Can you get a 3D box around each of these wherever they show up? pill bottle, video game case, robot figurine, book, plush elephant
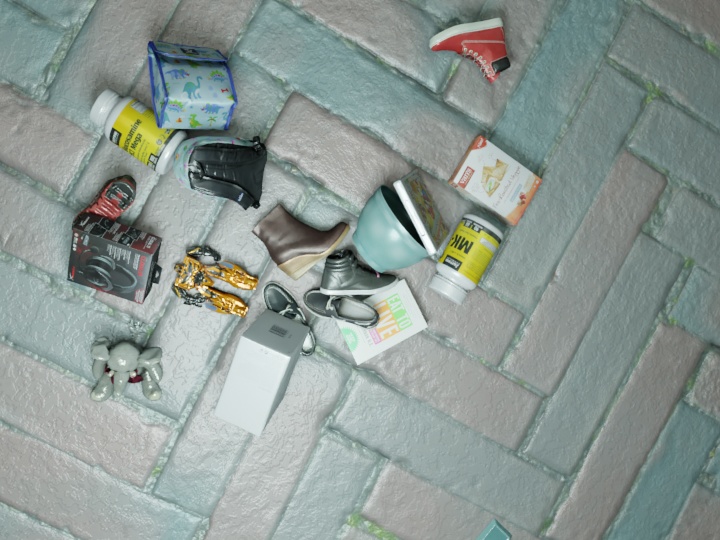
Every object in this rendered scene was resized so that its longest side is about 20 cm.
[{"bbox_3d":[0.256,-0.026,1.633,0.113,0.114,0.202,30,88,-8],"label":"pill bottle"},{"bbox_3d":[0.149,-0.144,1.577,0.023,0.200,0.184,-25,97,21],"label":"video game case"},{"bbox_3d":[-0.348,0.028,1.574,0.197,0.058,0.148,21,88,-9],"label":"robot figurine"},{"bbox_3d":[0.049,0.126,1.648,0.197,0.048,0.135,-28,90,-6],"label":"book"},{"bbox_3d":[-0.504,-0.318,1.510,0.198,0.112,0.114,33,88,-8],"label":"pill bottle"},{"bbox_3d":[-0.532,0.217,1.506,0.161,0.155,0.204,8,92,-8],"label":"plush elephant"}]

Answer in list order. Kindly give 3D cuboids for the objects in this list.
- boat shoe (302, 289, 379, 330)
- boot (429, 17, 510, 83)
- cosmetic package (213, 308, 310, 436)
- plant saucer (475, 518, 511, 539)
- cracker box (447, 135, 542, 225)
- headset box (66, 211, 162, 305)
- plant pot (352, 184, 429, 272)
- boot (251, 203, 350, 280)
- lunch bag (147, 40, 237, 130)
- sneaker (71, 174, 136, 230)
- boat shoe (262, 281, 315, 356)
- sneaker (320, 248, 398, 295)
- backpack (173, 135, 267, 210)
[{"bbox_3d":[-0.048,0.089,1.598,0.197,0.060,0.075,22,75,9],"label":"boat shoe"},{"bbox_3d":[0.273,-0.528,1.639,0.196,0.072,0.147,-14,96,-11],"label":"boot"},{"bbox_3d":[-0.219,0.224,1.501,0.121,0.200,0.203,22,105,3],"label":"cosmetic package"},{"bbox_3d":[0.306,0.743,1.722,0.070,0.019,0.200,43,85,-8],"label":"plant saucer"},{"bbox_3d":[0.336,-0.223,1.665,0.198,0.058,0.135,32,87,-8],"label":"cracker box"},{"bbox_3d":[-0.545,-0.023,1.503,0.197,0.078,0.150,20,123,-8],"label":"headset box"},{"bbox_3d":[0.064,-0.081,1.577,0.134,0.201,0.201,-39,98,18],"label":"plant pot"},{"bbox_3d":[-0.141,-0.095,1.592,0.199,0.072,0.167,-39,99,-1],"label":"boot"},{"bbox_3d":[-0.382,-0.428,1.497,0.167,0.128,0.203,-2,61,-30],"label":"lunch bag"},{"bbox_3d":[-0.582,-0.148,1.528,0.199,0.099,0.071,-38,117,18],"label":"sneaker"},{"bbox_3d":[-0.168,0.116,1.603,0.075,0.060,0.201,-38,97,-5],"label":"boat shoe"},{"bbox_3d":[0.000,0.000,1.603,0.196,0.071,0.101,-4,109,-14],"label":"sneaker"},{"bbox_3d":[-0.321,-0.228,1.510,0.197,0.125,0.171,-1,100,-40],"label":"backpack"}]
